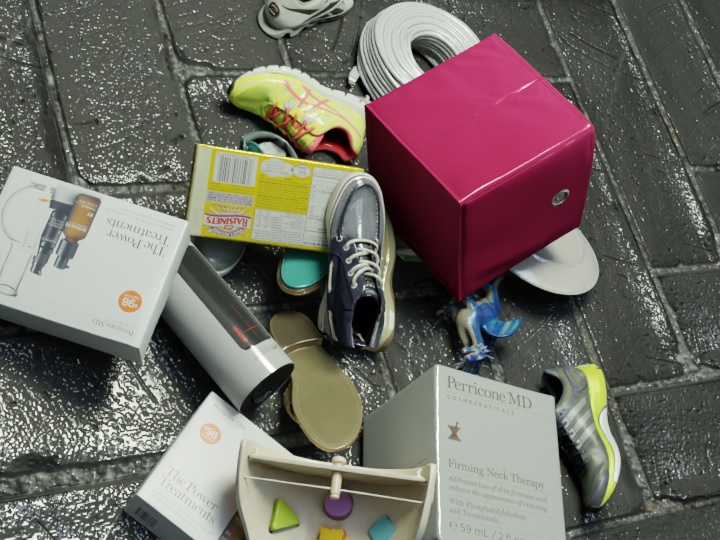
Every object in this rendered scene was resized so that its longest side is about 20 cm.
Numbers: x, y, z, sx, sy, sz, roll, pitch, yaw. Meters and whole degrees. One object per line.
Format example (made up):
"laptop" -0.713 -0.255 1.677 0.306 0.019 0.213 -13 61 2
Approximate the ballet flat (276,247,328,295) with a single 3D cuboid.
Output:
"ballet flat" -0.051 -0.031 1.508 0.067 0.073 0.201 19 53 1

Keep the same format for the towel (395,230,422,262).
"towel" 0.124 -0.092 1.642 0.151 0.023 0.202 6 57 2

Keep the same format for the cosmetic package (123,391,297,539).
"cosmetic package" -0.125 0.248 1.314 0.199 0.052 0.151 38 48 -4

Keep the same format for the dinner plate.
"dinner plate" 0.240 -0.047 1.682 0.198 0.024 0.201 21 37 -17

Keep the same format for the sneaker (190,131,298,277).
"sneaker" -0.130 -0.089 1.465 0.083 0.121 0.201 30 52 -11

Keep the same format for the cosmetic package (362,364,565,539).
"cosmetic package" 0.109 0.241 1.373 0.166 0.166 0.202 17 55 -24

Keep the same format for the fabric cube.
"fabric cube" 0.142 -0.125 1.528 0.198 0.197 0.200 -30 58 -18

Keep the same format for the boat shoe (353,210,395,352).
"boat shoe" 0.000 0.000 1.522 0.064 0.072 0.202 11 63 -25

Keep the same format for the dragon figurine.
"dragon figurine" 0.163 0.066 1.578 0.100 0.059 0.199 54 41 7

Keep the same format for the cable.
"cable" 0.090 -0.287 1.744 0.198 0.069 0.202 23 53 -16

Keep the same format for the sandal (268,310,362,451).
"sandal" -0.053 0.142 1.412 0.077 0.070 0.213 -10 45 -18

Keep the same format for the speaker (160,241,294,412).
"speaker" -0.162 0.058 1.368 0.081 0.081 0.200 -29 70 -38

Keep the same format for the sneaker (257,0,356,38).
"sneaker" -0.051 -0.389 1.714 0.074 0.089 0.200 45 49 3

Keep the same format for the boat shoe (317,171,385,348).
"boat shoe" 0.003 -0.007 1.405 0.074 0.093 0.202 1 100 -23

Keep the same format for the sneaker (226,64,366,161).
"sneaker" -0.076 -0.195 1.590 0.198 0.078 0.091 14 59 -23

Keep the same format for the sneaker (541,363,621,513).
"sneaker" 0.269 0.208 1.561 0.080 0.074 0.202 6 53 -16

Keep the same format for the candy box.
"candy box" -0.098 -0.080 1.421 0.198 0.026 0.103 7 100 -19

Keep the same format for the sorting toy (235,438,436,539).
"sorting toy" -0.032 0.278 1.253 0.198 0.107 0.182 7 71 6

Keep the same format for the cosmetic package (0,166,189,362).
"cosmetic package" -0.297 -0.007 1.305 0.198 0.052 0.152 17 68 2
